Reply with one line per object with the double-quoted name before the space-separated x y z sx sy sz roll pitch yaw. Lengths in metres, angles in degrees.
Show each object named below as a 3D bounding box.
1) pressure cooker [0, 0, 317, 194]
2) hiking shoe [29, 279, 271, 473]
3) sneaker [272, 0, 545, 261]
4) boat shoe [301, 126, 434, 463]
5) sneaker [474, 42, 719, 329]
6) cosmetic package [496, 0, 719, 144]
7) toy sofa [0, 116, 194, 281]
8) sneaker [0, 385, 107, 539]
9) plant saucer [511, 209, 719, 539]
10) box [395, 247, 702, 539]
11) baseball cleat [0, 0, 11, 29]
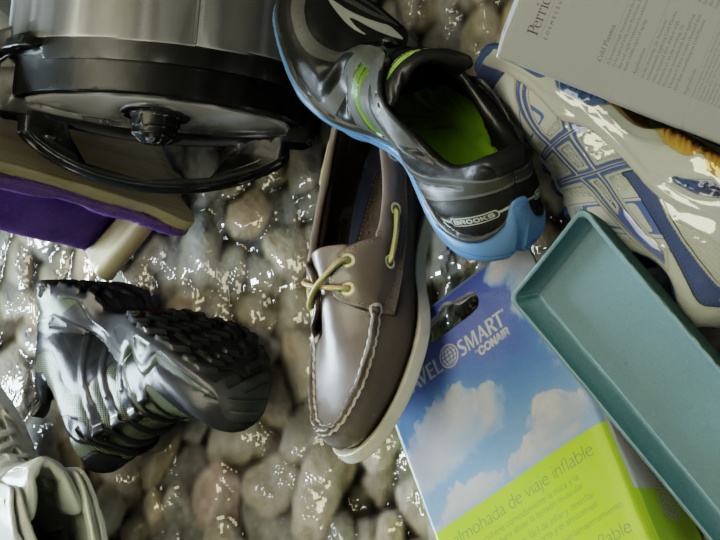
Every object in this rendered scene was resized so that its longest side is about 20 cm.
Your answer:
"pressure cooker" -0.107 -0.142 1.381 0.175 0.178 0.202 0 83 38
"hiking shoe" -0.119 0.071 1.441 0.200 0.075 0.101 23 107 50
"sneaker" 0.027 -0.090 1.261 0.200 0.070 0.083 48 153 36
"boat shoe" 0.000 0.000 1.298 0.072 0.059 0.201 -20 48 45
"sneaker" 0.117 -0.043 1.238 0.200 0.075 0.089 36 110 40
"cosmetic package" 0.166 -0.166 1.160 0.150 0.052 0.201 21 109 -2
"toy sofa" -0.196 -0.049 1.432 0.083 0.199 0.098 -48 51 25
"sneaker" -0.199 0.114 1.477 0.116 0.073 0.201 -47 63 53
"plant saucer" 0.153 0.064 1.189 0.200 0.019 0.070 51 131 17
"box" 0.088 0.100 1.260 0.122 0.048 0.201 -37 60 31
"baseball cleat" -0.215 -0.220 1.559 0.106 0.070 0.201 -43 59 29
